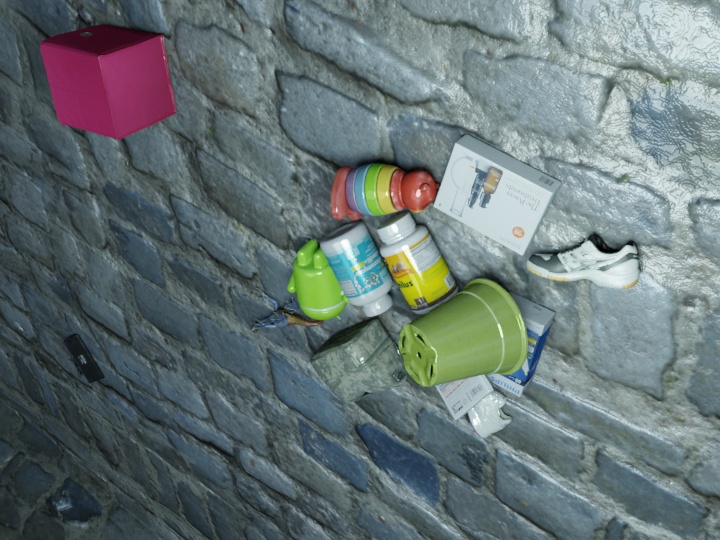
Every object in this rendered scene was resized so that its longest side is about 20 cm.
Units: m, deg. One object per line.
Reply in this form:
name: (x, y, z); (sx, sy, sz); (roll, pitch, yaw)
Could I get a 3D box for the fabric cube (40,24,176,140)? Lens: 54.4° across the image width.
fabric cube: (-0.583, -0.445, 1.636); (0.199, 0.196, 0.200); (19, 128, 27)

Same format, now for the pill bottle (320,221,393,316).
pill bottle: (0.000, 0.000, 1.550); (0.111, 0.111, 0.200); (-13, 110, 42)

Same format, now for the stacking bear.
stacking bear: (0.056, -0.158, 1.405); (0.200, 0.121, 0.114); (2, 93, 26)

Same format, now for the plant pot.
plant pot: (0.181, 0.135, 1.346); (0.200, 0.190, 0.200); (39, 137, 48)

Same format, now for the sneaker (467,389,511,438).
sneaker: (0.267, 0.273, 1.574); (0.100, 0.075, 0.200); (-27, 98, 20)

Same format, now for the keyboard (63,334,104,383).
keyboard: (-1.045, 0.330, 2.643); (0.104, 0.040, 0.200); (-19, 106, 19)

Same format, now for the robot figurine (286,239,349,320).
robot figurine: (-0.094, 0.029, 1.638); (0.175, 0.116, 0.200); (8, 123, 24)

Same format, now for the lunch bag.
lunch bag: (0.000, 0.227, 1.683); (0.200, 0.139, 0.168); (-27, 100, 45)

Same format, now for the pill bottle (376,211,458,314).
pill bottle: (0.113, -0.017, 1.452); (0.109, 0.109, 0.200); (-18, 106, 43)

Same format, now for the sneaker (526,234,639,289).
sneaker: (0.401, -0.025, 1.266); (0.200, 0.076, 0.088); (7, 107, 31)

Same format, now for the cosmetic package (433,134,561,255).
cosmetic package: (0.249, -0.140, 1.307); (0.200, 0.052, 0.151); (31, 136, 17)

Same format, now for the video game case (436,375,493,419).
video game case: (0.195, 0.206, 1.523); (0.200, 0.018, 0.143); (60, 142, 22)

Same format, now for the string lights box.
string lights box: (0.319, 0.153, 1.443); (0.103, 0.059, 0.200); (27, 131, 25)

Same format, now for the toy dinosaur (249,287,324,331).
toy dinosaur: (-0.218, 0.137, 1.834); (0.200, 0.105, 0.181); (34, 156, -2)
